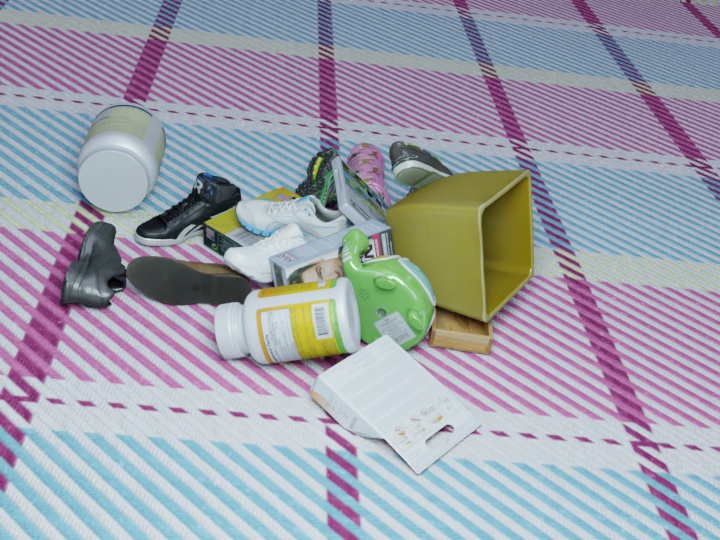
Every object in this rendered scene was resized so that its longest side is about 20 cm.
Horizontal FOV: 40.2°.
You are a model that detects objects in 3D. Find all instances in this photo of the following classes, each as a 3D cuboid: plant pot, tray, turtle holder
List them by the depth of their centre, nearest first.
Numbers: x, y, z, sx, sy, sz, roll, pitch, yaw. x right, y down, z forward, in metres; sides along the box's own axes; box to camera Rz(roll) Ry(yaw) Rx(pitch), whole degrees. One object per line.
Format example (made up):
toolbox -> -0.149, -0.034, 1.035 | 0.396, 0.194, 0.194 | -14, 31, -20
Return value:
turtle holder -> 0.033, 0.036, 1.540 | 0.185, 0.141, 0.132 | 29, 34, 7
plant pot -> 0.155, -0.054, 1.624 | 0.200, 0.196, 0.194 | 9, 28, 32
tray -> 0.164, 0.062, 1.640 | 0.098, 0.037, 0.200 | 8, 33, -1

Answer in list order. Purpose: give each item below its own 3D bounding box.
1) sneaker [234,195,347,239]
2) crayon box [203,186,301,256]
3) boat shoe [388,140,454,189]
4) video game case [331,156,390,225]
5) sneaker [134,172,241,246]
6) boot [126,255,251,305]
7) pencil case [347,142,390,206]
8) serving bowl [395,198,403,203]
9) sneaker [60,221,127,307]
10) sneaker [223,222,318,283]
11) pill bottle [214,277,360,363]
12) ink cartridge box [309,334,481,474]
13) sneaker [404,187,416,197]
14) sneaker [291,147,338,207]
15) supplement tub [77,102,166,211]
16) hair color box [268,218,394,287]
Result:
sneaker -> -0.114, -0.099, 1.679 | 0.200, 0.087, 0.075 | 12, 43, -3
crayon box -> -0.164, -0.075, 1.752 | 0.127, 0.051, 0.200 | 31, 42, 30
boat shoe -> 0.114, -0.171, 1.709 | 0.201, 0.072, 0.061 | 22, 45, -58
video game case -> 0.026, -0.095, 1.753 | 0.200, 0.022, 0.182 | 42, 20, -27
sneaker -> -0.305, -0.116, 1.734 | 0.200, 0.112, 0.073 | -15, 38, -34
boot -> -0.277, 0.013, 1.590 | 0.200, 0.074, 0.075 | 11, 18, -12
pencil case -> 0.015, -0.176, 1.933 | 0.083, 0.087, 0.200 | 25, 28, -17
serving bowl -> 0.158, -0.086, 1.804 | 0.200, 0.066, 0.200 | 9, 1, 0
sneaker -> -0.416, -0.004, 1.582 | 0.091, 0.076, 0.200 | 15, 38, -8
sneaker -> -0.140, -0.034, 1.609 | 0.078, 0.100, 0.200 | 29, 15, 36
pill bottle -> -0.107, 0.078, 1.447 | 0.200, 0.111, 0.111 | -8, 31, 9
ink cartridge box -> 0.051, 0.196, 1.410 | 0.200, 0.050, 0.162 | 44, 43, 18
sneaker -> 0.184, -0.149, 1.930 | 0.199, 0.089, 0.077 | 3, 32, -9
sneaker -> -0.068, -0.146, 1.875 | 0.078, 0.085, 0.200 | -14, 37, 34
supplement tub -> -0.441, -0.210, 1.819 | 0.145, 0.145, 0.200 | 5, 32, -6
hair color box -> -0.041, -0.003, 1.592 | 0.200, 0.099, 0.061 | -21, 28, -24
